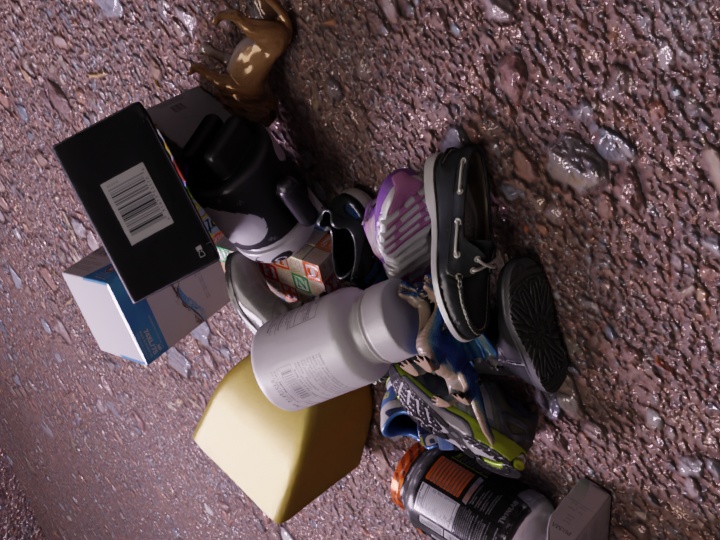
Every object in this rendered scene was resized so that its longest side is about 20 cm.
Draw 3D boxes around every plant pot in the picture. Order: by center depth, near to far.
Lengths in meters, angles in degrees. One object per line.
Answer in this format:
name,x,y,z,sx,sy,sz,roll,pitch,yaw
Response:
plant pot,-0.094,0.194,1.496,0.193,0.194,0.202,39,129,21

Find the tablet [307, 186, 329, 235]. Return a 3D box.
tablet,-0.108,-0.066,1.426,0.131,0.014,0.200,49,148,8

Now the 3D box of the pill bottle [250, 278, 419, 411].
pill bottle,-0.024,0.084,1.216,0.198,0.114,0.116,-24,102,34

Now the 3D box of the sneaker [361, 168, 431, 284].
sneaker,0.037,-0.057,1.173,0.089,0.080,0.201,53,168,26

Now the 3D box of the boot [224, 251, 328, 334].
boot,-0.088,0.052,1.348,0.129,0.067,0.203,-22,91,30

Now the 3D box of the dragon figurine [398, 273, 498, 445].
dragon figurine,0.109,0.095,1.138,0.200,0.100,0.059,45,149,-10

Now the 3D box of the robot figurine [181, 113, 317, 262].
robot figurine,-0.135,-0.097,1.274,0.201,0.124,0.151,54,-174,-43

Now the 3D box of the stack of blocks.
stack of blocks,-0.103,-0.005,1.407,0.197,0.059,0.117,18,138,34

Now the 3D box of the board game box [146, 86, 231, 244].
board game box,-0.229,-0.128,1.428,0.103,0.104,0.203,37,141,29

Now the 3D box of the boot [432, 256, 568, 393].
boot,0.131,0.052,1.193,0.198,0.065,0.168,13,128,51

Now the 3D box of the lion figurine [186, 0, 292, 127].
lion figurine,-0.126,-0.254,1.226,0.121,0.073,0.200,28,141,-11

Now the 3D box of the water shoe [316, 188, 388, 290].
water shoe,0.000,0.000,1.289,0.071,0.079,0.203,4,123,49

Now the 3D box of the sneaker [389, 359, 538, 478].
sneaker,0.120,0.159,1.222,0.198,0.081,0.074,34,153,12

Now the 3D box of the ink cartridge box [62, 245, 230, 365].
ink cartridge box,-0.317,0.018,1.596,0.145,0.199,0.148,9,129,47

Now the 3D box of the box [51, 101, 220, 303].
box,-0.262,-0.080,1.246,0.199,0.116,0.200,63,174,-7

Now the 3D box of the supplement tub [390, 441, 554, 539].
supplement tub,0.142,0.307,1.347,0.198,0.122,0.124,26,138,37

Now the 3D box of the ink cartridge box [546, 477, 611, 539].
ink cartridge box,0.226,0.369,1.226,0.050,0.199,0.163,25,138,35

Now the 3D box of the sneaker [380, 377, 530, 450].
sneaker,0.114,0.188,1.283,0.196,0.083,0.075,7,133,23

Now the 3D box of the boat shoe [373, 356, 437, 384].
boat shoe,0.025,0.118,1.370,0.198,0.071,0.073,21,134,36

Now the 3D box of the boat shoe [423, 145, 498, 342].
boat shoe,0.111,-0.028,1.084,0.059,0.075,0.204,-9,93,38
